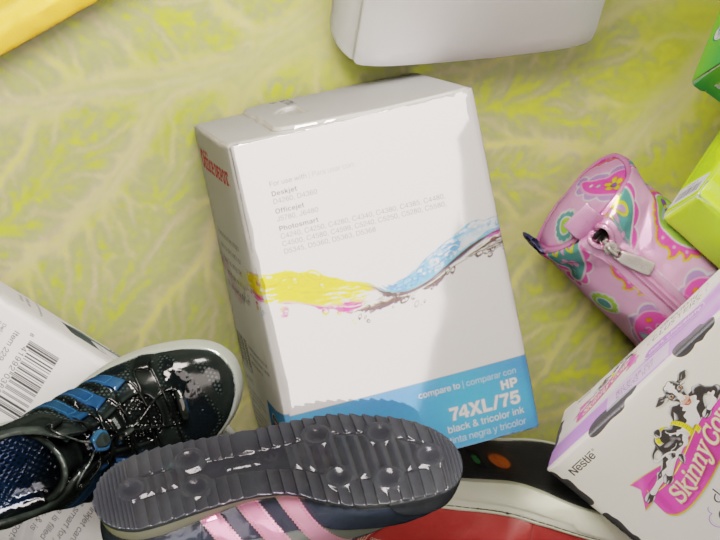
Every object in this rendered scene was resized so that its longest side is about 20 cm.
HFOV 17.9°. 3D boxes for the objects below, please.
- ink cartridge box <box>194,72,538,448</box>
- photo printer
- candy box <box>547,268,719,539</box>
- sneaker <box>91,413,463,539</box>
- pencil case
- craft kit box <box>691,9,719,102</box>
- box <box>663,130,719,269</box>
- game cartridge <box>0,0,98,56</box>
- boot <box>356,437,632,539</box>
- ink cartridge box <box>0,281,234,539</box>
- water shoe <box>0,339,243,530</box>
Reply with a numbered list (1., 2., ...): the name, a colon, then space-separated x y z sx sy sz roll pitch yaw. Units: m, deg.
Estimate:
1. ink cartridge box: 0.000 0.000 1.328 0.145 0.147 0.201 -14 101 -9
2. photo printer: 0.072 -0.204 1.295 0.165 0.200 0.070 -6 58 -12
3. candy box: 0.240 0.113 1.353 0.200 0.072 0.168 39 122 -7
4. sneaker: -0.042 0.131 1.246 0.199 0.070 0.082 -6 133 1
5. pencil case: 0.196 0.019 1.403 0.200 0.087 0.087 44 87 -15
6. craft kit box: 0.315 -0.143 1.384 0.197 0.048 0.201 31 62 -12
7. box: 0.292 -0.014 1.381 0.200 0.048 0.122 42 60 -8
8. game cartridge: -0.221 -0.230 1.309 0.176 0.032 0.201 -31 102 -6
9. boot: 0.075 0.179 1.415 0.199 0.072 0.145 10 117 -23
10. ink cartridge box: -0.187 0.109 1.335 0.200 0.084 0.146 34 89 -14
11. water shoe: -0.152 0.101 1.257 0.199 0.079 0.072 -24 101 -9
